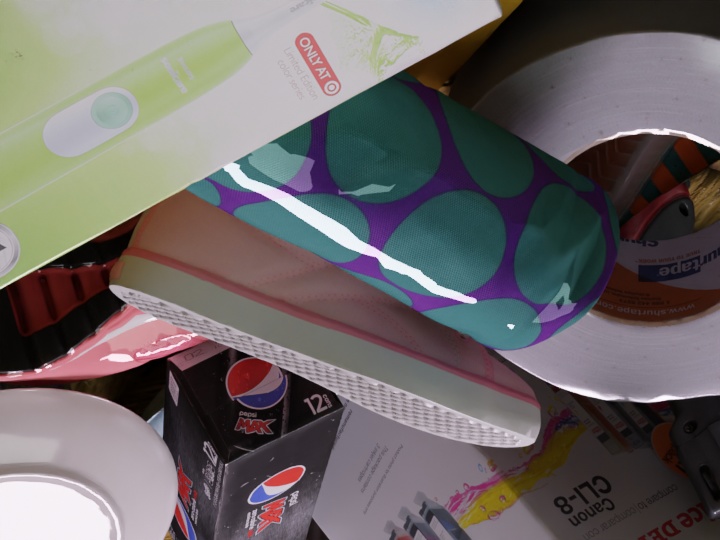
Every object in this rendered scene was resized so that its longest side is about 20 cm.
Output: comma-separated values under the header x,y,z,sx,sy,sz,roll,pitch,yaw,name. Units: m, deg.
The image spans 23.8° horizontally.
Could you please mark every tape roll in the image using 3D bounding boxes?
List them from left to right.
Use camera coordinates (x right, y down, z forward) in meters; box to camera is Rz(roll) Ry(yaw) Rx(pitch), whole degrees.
x,y,z,sx,sy,sz,roll,pitch,yaw,name
0.131,-0.036,0.774,0.198,0.066,0.202,5,127,7,tape roll

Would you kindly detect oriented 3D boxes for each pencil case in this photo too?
x,y,z,sx,sy,sz,roll,pitch,yaw,name
0.008,-0.038,0.654,0.199,0.092,0.085,28,102,-36,pencil case

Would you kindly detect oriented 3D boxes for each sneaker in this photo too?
x,y,z,sx,sy,sz,roll,pitch,yaw,name
-0.101,0.008,0.803,0.198,0.075,0.087,-13,167,-16,sneaker
0.000,0.000,0.744,0.199,0.106,0.075,23,164,-5,sneaker
0.148,-0.065,0.851,0.079,0.072,0.200,1,144,-34,sneaker

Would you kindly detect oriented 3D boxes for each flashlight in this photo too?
x,y,z,sx,sy,sz,roll,pitch,yaw,name
0.175,0.026,0.898,0.068,0.201,0.068,5,142,-47,flashlight

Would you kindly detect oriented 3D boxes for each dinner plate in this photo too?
x,y,z,sx,sy,sz,roll,pitch,yaw,name
-0.180,0.135,0.820,0.198,0.024,0.201,-15,136,-15,dinner plate

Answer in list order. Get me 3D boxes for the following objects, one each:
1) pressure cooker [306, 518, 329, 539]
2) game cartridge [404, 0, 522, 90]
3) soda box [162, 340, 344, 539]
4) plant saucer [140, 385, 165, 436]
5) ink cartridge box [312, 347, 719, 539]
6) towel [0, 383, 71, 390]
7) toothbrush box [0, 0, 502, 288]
x,y,z,sx,sy,sz,roll,pitch,yaw,name
-0.016,0.250,1.178,0.175,0.201,0.179,24,125,-16,pressure cooker
0.000,-0.127,0.660,0.175,0.033,0.200,0,149,-40,game cartridge
-0.062,0.100,0.893,0.070,0.064,0.201,-25,158,-20,soda box
-0.052,0.074,0.985,0.199,0.039,0.202,-19,153,-10,plant saucer
0.091,0.127,0.929,0.145,0.200,0.145,-18,147,-41,ink cartridge box
-0.233,0.116,0.834,0.198,0.023,0.145,-11,114,-20,towel
-0.081,-0.102,0.506,0.199,0.086,0.146,-28,125,6,toothbrush box
